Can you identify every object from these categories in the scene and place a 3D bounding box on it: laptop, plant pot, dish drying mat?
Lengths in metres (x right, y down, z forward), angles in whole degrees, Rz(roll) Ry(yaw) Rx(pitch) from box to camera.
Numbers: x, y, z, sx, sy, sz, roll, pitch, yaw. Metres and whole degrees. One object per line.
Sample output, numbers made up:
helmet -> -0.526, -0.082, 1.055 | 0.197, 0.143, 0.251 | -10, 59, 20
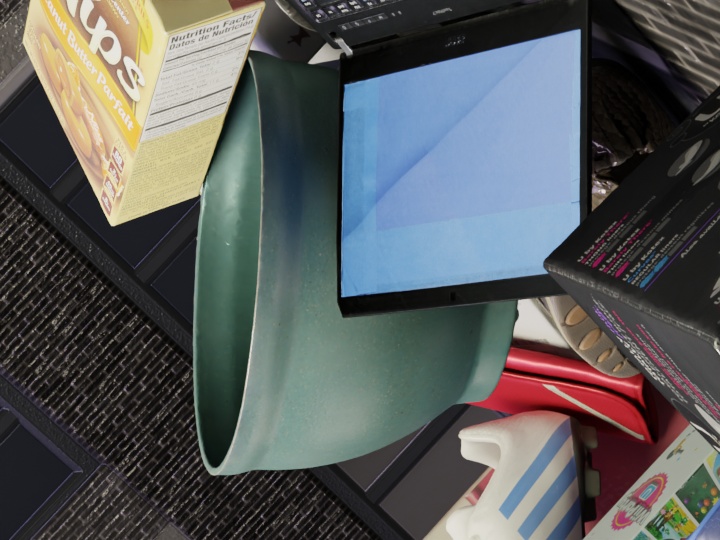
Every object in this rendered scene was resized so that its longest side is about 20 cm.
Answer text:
laptop -> -0.001, -0.087, 1.059 | 0.200, 0.104, 0.177 | 44, 153, -23
plant pot -> 0.000, 0.000, 1.252 | 0.133, 0.202, 0.200 | 4, -175, -11
dish drying mat -> 0.069, 0.061, 1.487 | 0.199, 0.018, 0.077 | 10, 156, 19

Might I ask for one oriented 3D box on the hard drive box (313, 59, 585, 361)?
hard drive box -> 0.032, -0.027, 1.475 | 0.155, 0.077, 0.200 | -5, 139, 40

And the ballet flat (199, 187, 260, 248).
ballet flat -> -0.024, -0.024, 1.367 | 0.199, 0.076, 0.068 | 27, 154, -1

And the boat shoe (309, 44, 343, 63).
boat shoe -> -0.028, -0.134, 1.657 | 0.069, 0.072, 0.200 | 45, -175, -24

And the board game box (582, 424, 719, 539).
board game box -> 0.199, 0.158, 1.338 | 0.148, 0.200, 0.064 | 44, 176, -12

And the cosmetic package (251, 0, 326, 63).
cosmetic package -> -0.067, -0.176, 1.479 | 0.101, 0.071, 0.200 | 45, 177, -16

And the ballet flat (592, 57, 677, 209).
ballet flat -> 0.143, -0.009, 1.124 | 0.200, 0.067, 0.046 | 52, -172, -31

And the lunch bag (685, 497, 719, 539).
lunch bag -> 0.228, 0.128, 1.181 | 0.132, 0.136, 0.200 | 43, 178, 23

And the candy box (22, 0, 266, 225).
candy box -> -0.107, -0.118, 1.253 | 0.116, 0.055, 0.200 | 62, 159, 17

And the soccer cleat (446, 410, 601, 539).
soccer cleat -> 0.091, 0.168, 1.429 | 0.070, 0.086, 0.201 | 88, 180, -55

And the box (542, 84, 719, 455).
box -> 0.158, 0.015, 0.862 | 0.122, 0.106, 0.200 | 46, 177, -13

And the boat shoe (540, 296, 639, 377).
boat shoe -> 0.109, -0.026, 1.378 | 0.200, 0.074, 0.073 | 56, -179, -39

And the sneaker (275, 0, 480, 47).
sneaker -> -0.031, -0.160, 1.223 | 0.115, 0.076, 0.200 | 39, 177, 38

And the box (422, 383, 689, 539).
box -> 0.152, 0.133, 1.552 | 0.109, 0.200, 0.128 | 43, -179, 21
